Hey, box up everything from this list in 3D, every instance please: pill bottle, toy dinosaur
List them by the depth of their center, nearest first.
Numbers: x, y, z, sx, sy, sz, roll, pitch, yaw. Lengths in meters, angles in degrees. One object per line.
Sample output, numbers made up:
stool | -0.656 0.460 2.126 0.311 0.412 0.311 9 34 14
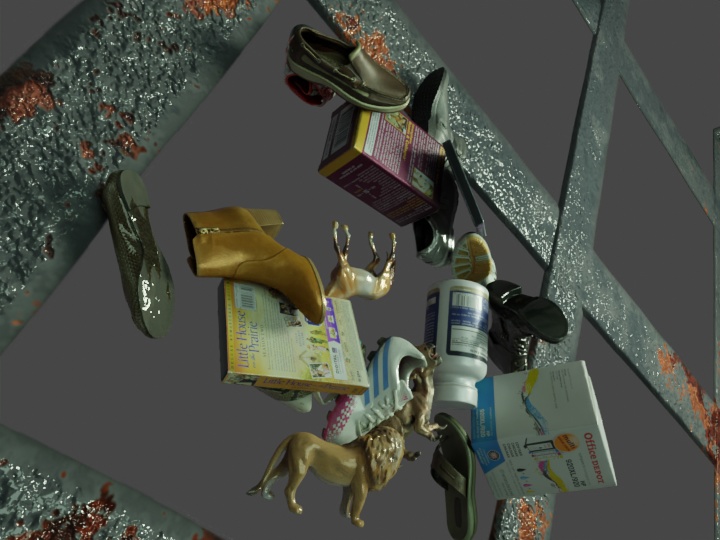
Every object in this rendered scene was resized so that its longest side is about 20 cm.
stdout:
toy dinosaur | 0.055 0.216 0.827 0.198 0.086 0.136 -34 77 -20
pill bottle | 0.162 0.128 0.927 0.110 0.110 0.204 23 64 -34

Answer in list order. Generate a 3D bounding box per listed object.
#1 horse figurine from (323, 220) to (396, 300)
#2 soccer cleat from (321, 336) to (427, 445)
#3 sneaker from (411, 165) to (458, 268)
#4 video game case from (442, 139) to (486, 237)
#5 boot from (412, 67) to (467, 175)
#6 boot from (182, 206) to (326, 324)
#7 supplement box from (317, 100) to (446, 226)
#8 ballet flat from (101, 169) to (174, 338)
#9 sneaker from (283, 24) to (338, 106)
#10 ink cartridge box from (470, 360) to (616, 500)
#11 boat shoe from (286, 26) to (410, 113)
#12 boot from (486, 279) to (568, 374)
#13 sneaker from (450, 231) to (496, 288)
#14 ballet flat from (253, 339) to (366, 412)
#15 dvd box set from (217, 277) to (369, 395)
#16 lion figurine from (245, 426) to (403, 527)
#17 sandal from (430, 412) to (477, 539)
horse figurine | 0.000 0.000 0.858 0.198 0.049 0.136 7 85 -46
soccer cleat | 0.022 0.186 0.772 0.202 0.085 0.070 -56 144 -17
sneaker | 0.131 -0.109 0.987 0.081 0.074 0.204 11 71 -44
video game case | 0.185 -0.135 0.947 0.200 0.019 0.145 13 56 -76
boot | 0.166 -0.291 1.089 0.130 0.069 0.204 25 73 -36
boot | -0.142 -0.001 0.699 0.142 0.071 0.203 -12 58 -37
supplement box | 0.042 -0.187 0.916 0.198 0.102 0.133 30 58 -30
ballet flat | -0.269 -0.017 0.642 0.067 0.046 0.204 -21 99 -73
sneaker | -0.040 -0.312 0.907 0.199 0.067 0.110 23 65 -31
ink cartridge box | 0.300 0.268 0.903 0.149 0.197 0.145 63 23 -26
boat shoe | -0.012 -0.302 0.810 0.199 0.075 0.076 16 63 -11
boot | 0.286 0.126 0.953 0.068 0.200 0.177 -17 119 -17
sneaker | 0.213 -0.013 1.014 0.201 0.074 0.089 66 26 -47
ballet flat | -0.063 0.156 0.758 0.198 0.067 0.077 -13 102 -44
dvd box set | -0.090 0.089 0.718 0.197 0.030 0.148 12 44 -31
lion figurine | -0.039 0.252 0.703 0.197 0.072 0.125 18 77 -18
sandal | 0.147 0.337 0.880 0.056 0.080 0.205 0 77 -26
